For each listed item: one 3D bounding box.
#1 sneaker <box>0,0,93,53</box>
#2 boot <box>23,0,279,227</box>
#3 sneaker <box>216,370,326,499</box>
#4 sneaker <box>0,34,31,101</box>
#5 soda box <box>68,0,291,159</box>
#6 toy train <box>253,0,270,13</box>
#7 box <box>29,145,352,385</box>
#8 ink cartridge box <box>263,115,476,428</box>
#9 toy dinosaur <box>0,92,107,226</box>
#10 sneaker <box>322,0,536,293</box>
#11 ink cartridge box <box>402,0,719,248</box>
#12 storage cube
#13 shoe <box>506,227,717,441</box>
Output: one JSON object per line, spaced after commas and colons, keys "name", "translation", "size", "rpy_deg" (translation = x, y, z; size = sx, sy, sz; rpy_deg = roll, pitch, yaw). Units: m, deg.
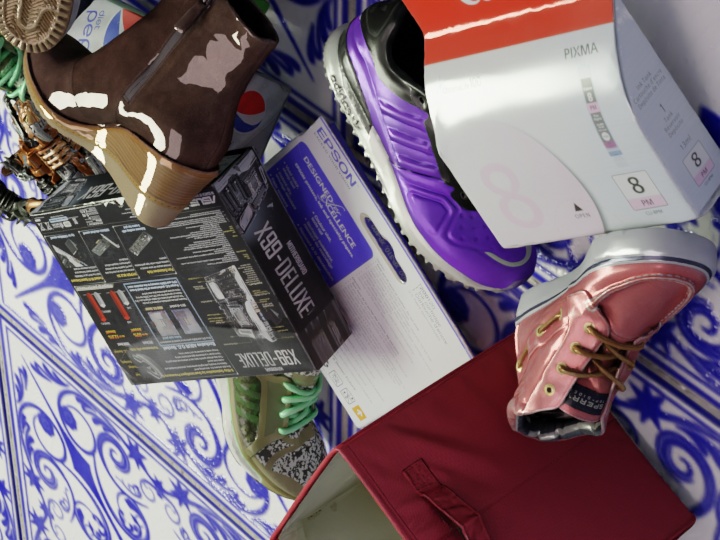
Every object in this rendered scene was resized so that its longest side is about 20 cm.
{"name": "sneaker", "translation": [-0.177, -0.246, 1.470], "size": [0.070, 0.109, 0.200], "rpy_deg": [28, 123, 2]}
{"name": "boot", "translation": [-0.139, -0.146, 1.505], "size": [0.200, 0.072, 0.166], "rpy_deg": [49, 121, 33]}
{"name": "sneaker", "translation": [-0.059, 0.087, 1.702], "size": [0.089, 0.077, 0.200], "rpy_deg": [-4, 116, 44]}
{"name": "sneaker", "translation": [-0.254, -0.157, 1.674], "size": [0.089, 0.200, 0.077], "rpy_deg": [46, 115, 21]}
{"name": "soda box", "translation": [-0.145, -0.144, 1.612], "size": [0.200, 0.068, 0.063], "rpy_deg": [30, 98, 40]}
{"name": "toy train", "translation": [-0.135, -0.221, 1.564], "size": [0.200, 0.042, 0.056], "rpy_deg": [41, -171, 37]}
{"name": "box", "translation": [-0.122, 0.001, 1.596], "size": [0.200, 0.050, 0.158], "rpy_deg": [-8, 120, 43]}
{"name": "ink cartridge box", "translation": [0.000, 0.000, 1.568], "size": [0.198, 0.043, 0.200], "rpy_deg": [58, 152, 2]}
{"name": "toy dinosaur", "translation": [-0.240, -0.068, 1.812], "size": [0.136, 0.102, 0.200], "rpy_deg": [16, 128, 40]}
{"name": "sneaker", "translation": [0.056, -0.081, 1.391], "size": [0.200, 0.070, 0.100], "rpy_deg": [57, 143, 0]}
{"name": "ink cartridge box", "translation": [0.094, -0.107, 1.273], "size": [0.162, 0.057, 0.200], "rpy_deg": [-8, 128, 51]}
{"name": "storage cube", "translation": [0.077, 0.169, 1.465], "size": [0.171, 0.180, 0.200], "rpy_deg": [52, 150, 12]}
{"name": "shoe", "translation": [0.146, 0.042, 1.328], "size": [0.200, 0.071, 0.091], "rpy_deg": [144, 138, -64]}
